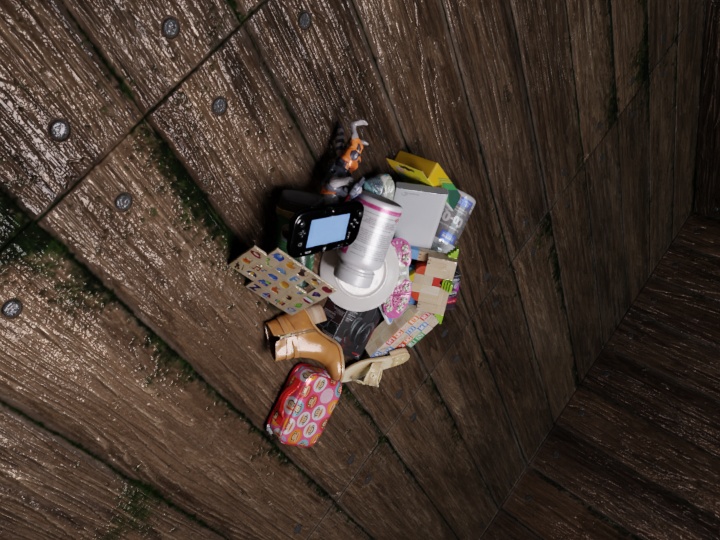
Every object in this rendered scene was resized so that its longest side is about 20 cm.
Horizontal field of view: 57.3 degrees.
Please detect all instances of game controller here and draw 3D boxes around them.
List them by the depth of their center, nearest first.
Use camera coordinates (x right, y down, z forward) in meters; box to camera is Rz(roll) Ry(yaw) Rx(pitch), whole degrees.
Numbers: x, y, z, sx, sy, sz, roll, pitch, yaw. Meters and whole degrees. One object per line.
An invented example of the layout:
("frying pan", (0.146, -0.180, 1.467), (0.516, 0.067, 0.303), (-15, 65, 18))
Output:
("game controller", (-0.071, -0.087, 1.365), (0.198, 0.042, 0.106), (-15, 121, -43))

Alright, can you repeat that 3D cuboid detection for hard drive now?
("hard drive", (0.133, -0.128, 1.654), (0.129, 0.027, 0.202), (6, 135, -7))

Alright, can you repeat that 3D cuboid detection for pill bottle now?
("pill bottle", (0.013, -0.070, 1.507), (0.112, 0.113, 0.203), (5, 109, -50))
("pill bottle", (0.227, -0.123, 1.812), (0.113, 0.113, 0.203), (23, 93, -52))

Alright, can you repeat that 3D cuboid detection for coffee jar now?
("coffee jar", (-0.139, -0.071, 1.415), (0.085, 0.102, 0.204), (-64, 168, -72))

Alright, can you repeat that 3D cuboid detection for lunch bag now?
("lunch bag", (-0.147, 0.341, 1.665), (0.175, 0.081, 0.203), (27, 90, -52))

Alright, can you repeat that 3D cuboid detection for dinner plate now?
("dinner plate", (0.000, 0.000, 1.589), (0.196, 0.024, 0.205), (-2, 99, -10))

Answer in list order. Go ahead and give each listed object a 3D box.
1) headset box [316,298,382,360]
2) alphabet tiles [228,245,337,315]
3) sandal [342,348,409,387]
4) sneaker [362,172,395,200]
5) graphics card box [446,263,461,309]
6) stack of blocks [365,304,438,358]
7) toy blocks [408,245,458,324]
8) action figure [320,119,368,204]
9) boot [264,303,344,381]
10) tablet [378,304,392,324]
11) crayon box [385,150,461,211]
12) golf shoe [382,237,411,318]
("headset box", (-0.021, 0.111, 1.686), (0.148, 0.077, 0.202), (30, 89, -52))
("alphabet tiles", (-0.172, 0.020, 1.387), (0.199, 0.166, 0.008), (35, 48, -27))
("sandal", (0.045, 0.281, 1.798), (0.208, 0.070, 0.078), (-19, 144, -12))
("sneaker", (0.026, -0.138, 1.616), (0.085, 0.078, 0.204), (-10, 118, -26))
("graphics card box", (0.211, 0.053, 1.850), (0.123, 0.052, 0.201), (-9, 149, -4))
("stack of blocks", (0.112, 0.169, 1.834), (0.200, 0.059, 0.115), (-44, 142, 10))
("toy blocks", (0.166, 0.025, 1.708), (0.100, 0.134, 0.204), (-80, -179, -67))
("action figure", (-0.041, -0.216, 1.462), (0.200, 0.103, 0.197), (145, -32, -76))
("boot", (-0.129, 0.184, 1.537), (0.153, 0.076, 0.203), (-18, 86, -35))
("tablet", (0.084, 0.031, 1.731), (0.132, 0.013, 0.201), (65, 36, -26))
("crayon box", (0.161, -0.233, 1.660), (0.051, 0.126, 0.200), (-58, 143, -6))
("golf shoe", (0.091, 0.017, 1.665), (0.074, 0.092, 0.204), (6, 97, -5))
